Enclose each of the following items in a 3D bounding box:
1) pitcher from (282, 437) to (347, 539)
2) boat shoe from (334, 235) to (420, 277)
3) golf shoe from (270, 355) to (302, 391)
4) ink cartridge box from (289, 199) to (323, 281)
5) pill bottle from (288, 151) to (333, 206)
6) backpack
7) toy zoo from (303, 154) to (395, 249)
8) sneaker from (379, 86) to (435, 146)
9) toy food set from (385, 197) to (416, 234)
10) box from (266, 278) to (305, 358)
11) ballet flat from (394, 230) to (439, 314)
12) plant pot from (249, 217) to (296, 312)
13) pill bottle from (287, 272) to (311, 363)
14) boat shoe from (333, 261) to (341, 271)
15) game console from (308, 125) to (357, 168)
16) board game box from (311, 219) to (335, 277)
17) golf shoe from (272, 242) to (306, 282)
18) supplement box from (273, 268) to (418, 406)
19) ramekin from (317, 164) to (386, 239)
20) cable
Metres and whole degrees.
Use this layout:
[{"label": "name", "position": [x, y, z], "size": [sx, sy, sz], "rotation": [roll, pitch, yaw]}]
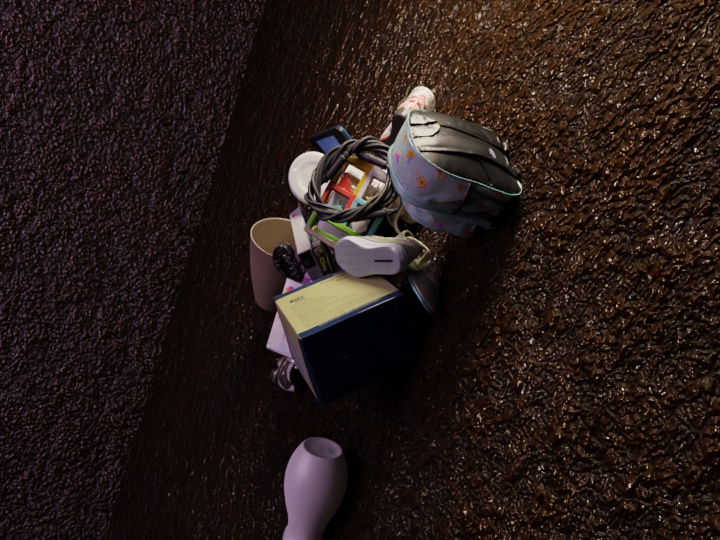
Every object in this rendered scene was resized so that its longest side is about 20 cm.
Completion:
[{"label": "pitcher", "position": [-0.093, 0.421, 1.255], "size": [0.172, 0.118, 0.206], "rotation": [-115, 36, -75]}, {"label": "boat shoe", "position": [0.028, -0.027, 1.174], "size": [0.198, 0.061, 0.074], "rotation": [10, 113, 51]}, {"label": "golf shoe", "position": [-0.139, 0.190, 1.545], "size": [0.093, 0.077, 0.205], "rotation": [22, 96, 47]}, {"label": "ink cartridge box", "position": [-0.118, -0.064, 1.433], "size": [0.036, 0.096, 0.202], "rotation": [-21, 38, 5]}, {"label": "pill bottle", "position": [-0.098, -0.200, 1.499], "size": [0.200, 0.109, 0.114], "rotation": [-4, -66, -86]}, {"label": "backpack", "position": [0.137, -0.160, 1.052], "size": [0.154, 0.196, 0.179], "rotation": [-48, 35, 39]}, {"label": "toy zoo", "position": [-0.010, -0.135, 1.273], "size": [0.204, 0.129, 0.020], "rotation": [-61, -13, -5]}, {"label": "sneaker", "position": [0.099, -0.309, 1.389], "size": [0.109, 0.067, 0.202], "rotation": [-51, -2, -20]}, {"label": "toy food set", "position": [0.109, -0.172, 1.293], "size": [0.204, 0.059, 0.144], "rotation": [-65, 15, 12]}, {"label": "box", "position": [-0.091, 0.121, 1.381], "size": [0.195, 0.041, 0.160], "rotation": [16, 87, 24]}, {"label": "ballet flat", "position": [0.106, -0.006, 1.168], "size": [0.063, 0.067, 0.202], "rotation": [-39, 41, 9]}, {"label": "plant pot", "position": [-0.214, 0.000, 1.709], "size": [0.189, 0.182, 0.204], "rotation": [-108, 30, -51]}, {"label": "pill bottle", "position": [-0.103, 0.112, 1.466], "size": [0.104, 0.102, 0.206], "rotation": [8, 81, 64]}, {"label": "boat shoe", "position": [0.000, 0.000, 1.389], "size": [0.090, 0.072, 0.200], "rotation": [-35, 13, 1]}, {"label": "game console", "position": [-0.071, -0.247, 1.628], "size": [0.119, 0.171, 0.199], "rotation": [-48, 21, -17]}, {"label": "board game box", "position": [-0.080, -0.036, 1.407], "size": [0.023, 0.107, 0.201], "rotation": [-22, 21, 3]}, {"label": "golf shoe", "position": [-0.143, -0.018, 1.539], "size": [0.076, 0.202, 0.096], "rotation": [13, 61, 26]}, {"label": "supplement box", "position": [-0.031, 0.105, 1.182], "size": [0.199, 0.196, 0.138], "rotation": [38, 147, 62]}, {"label": "ramekin", "position": [-0.016, -0.139, 1.381], "size": [0.206, 0.093, 0.202], "rotation": [-62, 3, 5]}, {"label": "cable", "position": [-0.017, -0.172, 1.244], "size": [0.051, 0.194, 0.168], "rotation": [49, -148, -76]}]
